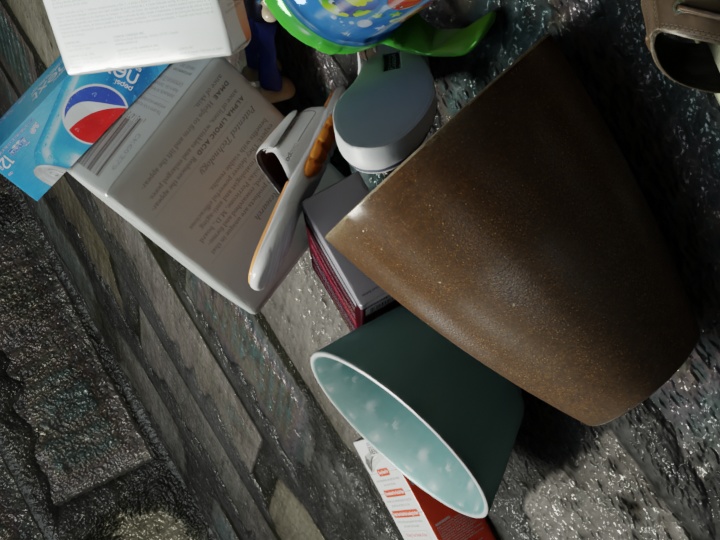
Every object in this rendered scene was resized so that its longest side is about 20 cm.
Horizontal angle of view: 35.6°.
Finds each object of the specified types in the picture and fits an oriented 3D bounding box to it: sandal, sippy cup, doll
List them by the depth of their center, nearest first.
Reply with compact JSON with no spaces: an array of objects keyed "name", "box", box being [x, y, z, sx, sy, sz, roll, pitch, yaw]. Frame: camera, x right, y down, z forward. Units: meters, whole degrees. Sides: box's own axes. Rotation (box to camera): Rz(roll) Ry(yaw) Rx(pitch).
[{"name":"sandal","box":[0.178,-0.114,0.552,0.202,0.057,0.080,62,159,3]},{"name":"sippy cup","box":[0.014,-0.221,0.726,0.130,0.176,0.141,-6,81,56]},{"name":"sandal","box":[-0.069,-0.084,0.976,0.059,0.208,0.079,22,155,5]},{"name":"doll","box":[-0.098,-0.259,1.034,0.201,0.048,0.137,88,158,-46]}]

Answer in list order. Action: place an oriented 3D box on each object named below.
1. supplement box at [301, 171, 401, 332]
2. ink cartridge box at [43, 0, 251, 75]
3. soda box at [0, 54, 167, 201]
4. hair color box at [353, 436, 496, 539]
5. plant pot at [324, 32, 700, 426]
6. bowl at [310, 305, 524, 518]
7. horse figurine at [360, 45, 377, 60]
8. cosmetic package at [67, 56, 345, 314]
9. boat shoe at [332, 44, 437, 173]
[{"name":"supplement box","box":[0.000,0.000,1.030,0.109,0.060,0.200,60,172,13]},{"name":"ink cartridge box","box":[-0.187,-0.263,0.888,0.160,0.050,0.202,-3,114,20]},{"name":"soda box","box":[-0.263,-0.165,1.053,0.064,0.200,0.068,40,-170,-33]},{"name":"hair color box","box":[0.077,0.255,1.205,0.201,0.064,0.111,61,160,3]},{"name":"plant pot","box":[0.111,-0.008,0.701,0.200,0.187,0.187,49,158,-2]},{"name":"bowl","box":[0.062,0.106,0.968,0.200,0.105,0.201,38,161,16]},{"name":"horse figurine","box":[-0.043,-0.250,0.850,0.132,0.050,0.201,38,-164,-29]},{"name":"cosmetic package","box":[-0.152,-0.095,1.096,0.200,0.166,0.164,42,173,-34]},{"name":"boat shoe","box":[0.022,-0.109,0.803,0.201,0.070,0.070,-87,-13,-58]}]
